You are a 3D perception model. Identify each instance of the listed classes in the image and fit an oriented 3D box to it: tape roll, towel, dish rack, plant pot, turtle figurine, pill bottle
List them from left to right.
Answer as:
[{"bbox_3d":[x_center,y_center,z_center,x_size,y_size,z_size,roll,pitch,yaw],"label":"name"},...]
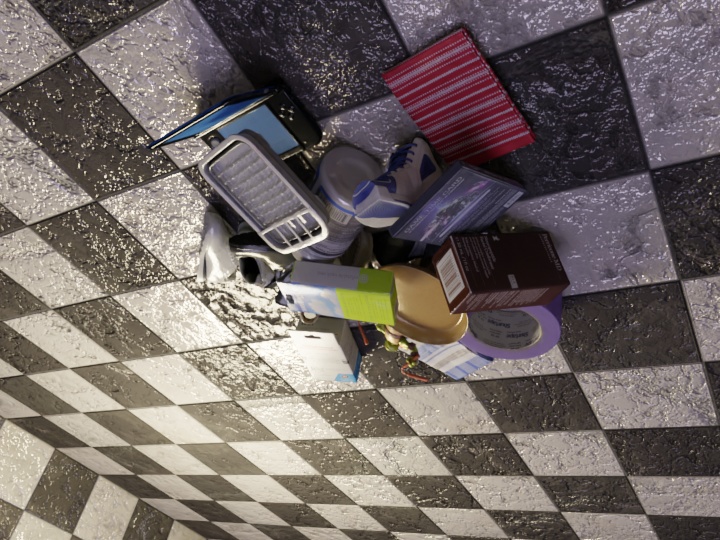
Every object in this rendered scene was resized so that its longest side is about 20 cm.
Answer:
[{"bbox_3d":[-0.139,-0.120,0.975,0.200,0.044,0.170,46,149,-20],"label":"dish rack"},{"bbox_3d":[-0.045,-0.094,1.057,0.111,0.116,0.201,24,143,-12],"label":"pill bottle"},{"bbox_3d":[0.079,0.121,1.313,0.199,0.064,0.164,41,145,25],"label":"turtle figurine"},{"bbox_3d":[0.101,0.056,1.148,0.195,0.028,0.203,20,142,16],"label":"plant pot"},{"bbox_3d":[0.170,0.171,1.388,0.197,0.024,0.147,30,142,-17],"label":"towel"},{"bbox_3d":[0.137,-0.225,0.896,0.142,0.023,0.200,-17,130,39],"label":"towel"},{"bbox_3d":[0.263,0.070,1.173,0.193,0.087,0.203,10,144,7],"label":"tape roll"}]

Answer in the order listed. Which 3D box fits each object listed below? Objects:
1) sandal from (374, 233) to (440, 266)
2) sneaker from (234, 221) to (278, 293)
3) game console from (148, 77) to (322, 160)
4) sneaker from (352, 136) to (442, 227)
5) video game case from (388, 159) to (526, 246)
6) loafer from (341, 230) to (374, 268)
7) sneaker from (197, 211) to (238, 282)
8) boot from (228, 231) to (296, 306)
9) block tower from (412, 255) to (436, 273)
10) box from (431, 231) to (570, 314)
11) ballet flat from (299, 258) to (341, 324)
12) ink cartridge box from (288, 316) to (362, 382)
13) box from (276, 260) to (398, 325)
[{"bbox_3d":[0.086,-0.050,1.088,0.047,0.077,0.199,-14,168,-43],"label":"sandal"},{"bbox_3d":[-0.192,0.006,1.265,0.072,0.090,0.202,-6,139,25],"label":"sneaker"},{"bbox_3d":[-0.185,-0.194,0.979,0.196,0.121,0.171,-15,133,36],"label":"game console"},{"bbox_3d":[0.058,-0.132,0.950,0.196,0.119,0.080,-4,163,-45],"label":"sneaker"},{"bbox_3d":[0.146,-0.089,0.946,0.197,0.019,0.143,6,137,-50],"label":"video game case"},{"bbox_3d":[0.000,0.000,1.197,0.066,0.077,0.203,-3,141,-15],"label":"loafer"},{"bbox_3d":[-0.272,-0.043,1.257,0.078,0.079,0.201,9,149,-10],"label":"sneaker"},{"bbox_3d":[-0.145,0.005,1.183,0.193,0.068,0.135,4,112,-13],"label":"boot"},{"bbox_3d":[0.132,-0.005,1.153,0.056,0.055,0.200,24,143,-12],"label":"block tower"},{"bbox_3d":[0.221,0.002,1.019,0.194,0.103,0.075,-3,151,-27],"label":"box"},{"bbox_3d":[-0.084,0.043,1.288,0.068,0.071,0.202,20,143,-5],"label":"ballet flat"},{"bbox_3d":[-0.074,0.165,1.437,0.112,0.068,0.203,2,142,18],"label":"ink cartridge box"},{"bbox_3d":[-0.035,0.039,1.114,0.193,0.049,0.123,7,153,11],"label":"box"}]
